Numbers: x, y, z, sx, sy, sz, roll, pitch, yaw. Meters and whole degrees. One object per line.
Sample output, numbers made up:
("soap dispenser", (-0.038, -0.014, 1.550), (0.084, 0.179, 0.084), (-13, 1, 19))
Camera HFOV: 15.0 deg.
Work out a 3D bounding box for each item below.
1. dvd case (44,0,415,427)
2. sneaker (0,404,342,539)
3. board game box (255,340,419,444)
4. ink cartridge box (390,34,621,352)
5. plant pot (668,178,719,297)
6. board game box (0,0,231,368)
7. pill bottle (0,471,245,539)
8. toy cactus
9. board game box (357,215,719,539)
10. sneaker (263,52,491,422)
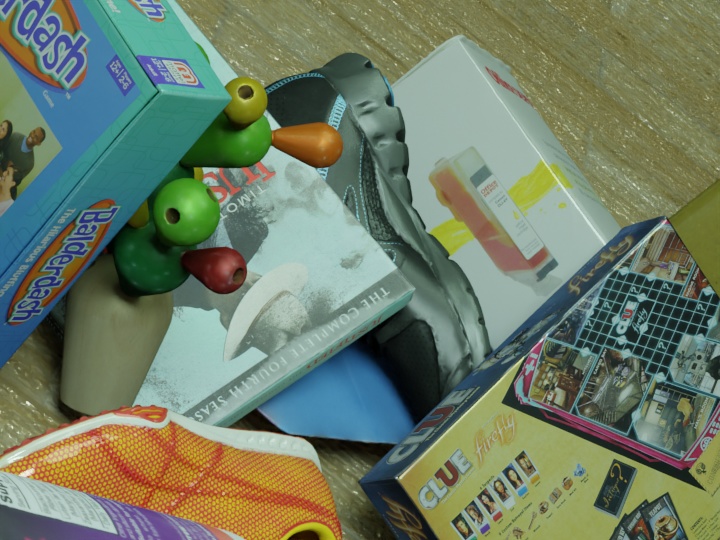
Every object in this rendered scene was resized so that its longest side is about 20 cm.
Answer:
("dvd case", (-0.092, -0.026, 1.234), (0.146, 0.022, 0.200), (-33, 75, -22))
("sneaker", (-0.077, 0.102, 1.111), (0.200, 0.073, 0.077), (8, 53, -44))
("board game box", (-0.029, 0.027, 1.318), (0.200, 0.039, 0.158), (8, 49, -44))
("ink cartridge box", (0.089, -0.011, 1.412), (0.200, 0.083, 0.145), (56, 9, 12))
("plant pot", (0.317, 0.004, 1.627), (0.194, 0.200, 0.196), (3, 46, -51))
("board game box", (-0.157, -0.057, 1.088), (0.045, 0.200, 0.152), (2, 49, -52))
("pill bottle", (-0.132, 0.126, 0.956), (0.200, 0.111, 0.112), (19, 36, -38))
("toy cactus", (-0.085, -0.019, 1.154), (0.102, 0.165, 0.200), (10, 15, -25))
("board game box", (0.108, 0.087, 1.260), (0.200, 0.035, 0.136), (-41, 104, -29))
("sneaker", (0.000, 0.000, 1.294), (0.082, 0.073, 0.200), (-20, 78, -17))
